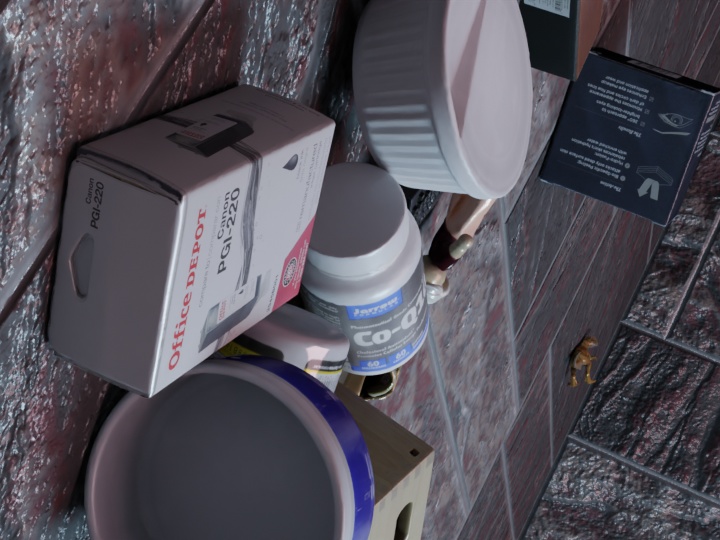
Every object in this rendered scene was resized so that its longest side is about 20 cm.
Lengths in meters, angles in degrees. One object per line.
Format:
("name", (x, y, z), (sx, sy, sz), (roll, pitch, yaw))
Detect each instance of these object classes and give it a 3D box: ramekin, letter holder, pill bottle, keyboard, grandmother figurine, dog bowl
("ramekin", (0.068, -0.159, 1.105), (0.202, 0.094, 0.204), (4, 85, -64))
("letter holder", (0.210, -0.326, 1.390), (0.143, 0.100, 0.200), (-61, 161, -23))
("pill bottle", (-0.091, 0.128, 1.052), (0.111, 0.111, 0.201), (-3, 114, -70))
("pill bottle", (0.000, 0.000, 1.152), (0.114, 0.113, 0.200), (-59, 160, -23))
("keyboard", (0.091, -0.124, 1.259), (0.200, 0.020, 0.128), (-54, 158, -36))
("grandmother figurine", (0.105, -0.047, 1.435), (0.201, 0.060, 0.121), (-60, 177, 25))
("dog bowl", (-0.093, 0.162, 0.944), (0.201, 0.199, 0.079), (-70, 164, 8))

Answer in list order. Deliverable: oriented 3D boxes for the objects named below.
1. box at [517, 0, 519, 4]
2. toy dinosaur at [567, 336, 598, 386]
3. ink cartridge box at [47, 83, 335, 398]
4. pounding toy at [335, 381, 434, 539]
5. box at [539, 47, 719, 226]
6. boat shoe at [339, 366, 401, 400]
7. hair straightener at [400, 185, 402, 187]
("box", (0.097, -0.193, 1.302), (0.158, 0.048, 0.201), (-49, 155, -45))
("toy dinosaur", (0.466, 0.196, 2.821), (0.200, 0.060, 0.107), (-37, 122, -66))
("ink cartridge box", (-0.107, -0.027, 0.869), (0.200, 0.084, 0.147), (-34, 142, -57))
("pounding toy", (-0.028, 0.199, 1.243), (0.142, 0.184, 0.201), (-36, 147, -36))
("box", (0.389, -0.195, 1.892), (0.117, 0.196, 0.201), (-25, 135, -65))
("boat shoe", (0.006, 0.105, 1.368), (0.200, 0.066, 0.074), (-26, 136, -64))
("hair straightener", (0.020, -0.012, 1.332), (0.077, 0.041, 0.201), (-52, 161, -38))
